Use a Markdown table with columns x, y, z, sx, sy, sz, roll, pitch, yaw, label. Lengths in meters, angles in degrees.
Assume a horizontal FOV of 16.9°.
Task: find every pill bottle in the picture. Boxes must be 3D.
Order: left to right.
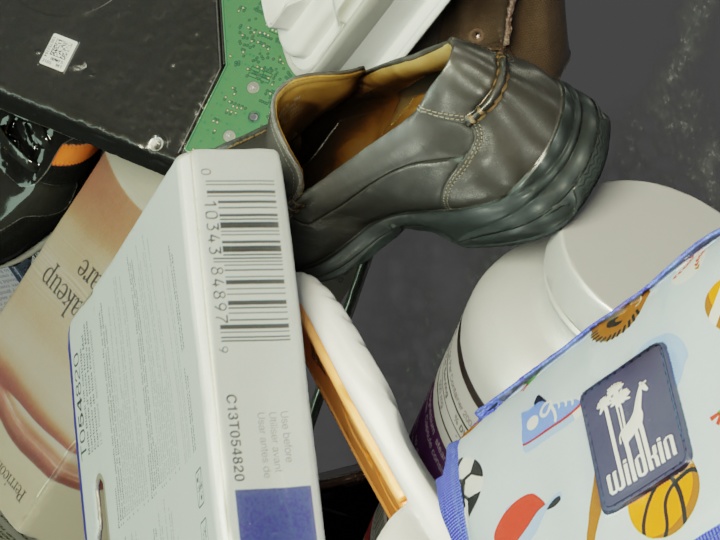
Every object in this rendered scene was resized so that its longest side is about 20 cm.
| x | y | z | sx | sy | sz | roll | pitch | yaw | label |
| --- | --- | --- | --- | --- | --- | --- | --- | --- | --- |
| 0.075 | 0.066 | 0.876 | 0.113 | 0.112 | 0.201 | 56 | 141 | 32 | pill bottle |

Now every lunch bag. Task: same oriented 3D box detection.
| x | y | z | sx | sy | sz | roll | pitch | yaw | label |
| --- | --- | --- | --- | --- | --- | --- | --- | --- | --- |
| 0.130 | 0.094 | 0.728 | 0.170 | 0.124 | 0.201 | -38 | 73 | 29 | lunch bag |

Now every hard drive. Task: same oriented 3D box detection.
| x | y | z | sx | sy | sz | roll | pitch | yaw | label |
| --- | --- | --- | --- | --- | --- | --- | --- | --- | --- |
| -0.089 | -0.118 | 0.997 | 0.199 | 0.141 | 0.038 | 21 | 168 | 17 | hard drive |

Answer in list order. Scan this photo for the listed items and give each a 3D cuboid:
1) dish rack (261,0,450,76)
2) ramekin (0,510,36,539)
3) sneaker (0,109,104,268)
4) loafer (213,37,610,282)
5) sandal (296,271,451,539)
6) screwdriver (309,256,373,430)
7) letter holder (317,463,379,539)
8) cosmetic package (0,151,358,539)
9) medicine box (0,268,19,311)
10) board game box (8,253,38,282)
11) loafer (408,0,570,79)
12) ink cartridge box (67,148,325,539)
| x | y | z | sx | sy | sz | roll | pitch | yaw | label |
| --- | --- | --- | --- | --- | --- | --- | --- | --- | --- |
| -0.007 | -0.180 | 0.893 | 0.172 | 0.043 | 0.201 | -47 | 48 | 51 | dish rack |
| -0.179 | 0.138 | 1.041 | 0.095 | 0.202 | 0.202 | -54 | 45 | 5 | ramekin |
| -0.130 | -0.090 | 1.066 | 0.070 | 0.200 | 0.090 | 40 | 180 | 14 | sneaker |
| -0.005 | -0.045 | 0.858 | 0.199 | 0.072 | 0.073 | -13 | 48 | 44 | loafer |
| 0.007 | 0.100 | 0.817 | 0.208 | 0.059 | 0.079 | 60 | 173 | 20 | sandal |
| 0.000 | 0.000 | 1.026 | 0.029 | 0.028 | 0.201 | -88 | 16 | -65 | screwdriver |
| -0.032 | 0.143 | 1.044 | 0.200 | 0.141 | 0.101 | -21 | 82 | 58 | letter holder |
| -0.087 | 0.020 | 1.058 | 0.103 | 0.087 | 0.201 | 39 | 98 | 46 | cosmetic package |
| -0.191 | 0.124 | 1.330 | 0.200 | 0.102 | 0.183 | 46 | 135 | 41 | medicine box |
| -0.126 | -0.009 | 1.249 | 0.200 | 0.034 | 0.136 | 49 | 138 | 39 | board game box |
| 0.049 | -0.104 | 0.921 | 0.073 | 0.070 | 0.201 | -92 | 20 | -52 | loafer |
| -0.060 | 0.082 | 0.864 | 0.200 | 0.040 | 0.201 | 137 | 128 | -65 | ink cartridge box |
